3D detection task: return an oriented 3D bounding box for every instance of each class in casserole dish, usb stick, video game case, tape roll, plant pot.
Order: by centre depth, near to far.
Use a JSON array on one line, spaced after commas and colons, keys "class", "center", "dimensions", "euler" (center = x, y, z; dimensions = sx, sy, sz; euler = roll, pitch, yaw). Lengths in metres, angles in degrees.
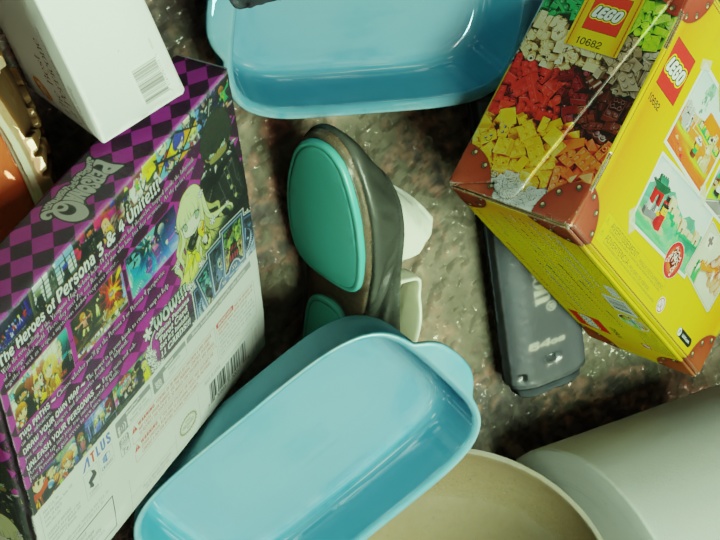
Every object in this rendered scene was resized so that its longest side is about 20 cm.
[{"class": "video game case", "center": [-0.115, 0.029, 1.102], "dimensions": [0.200, 0.036, 0.182], "euler": [-52, 150, -37]}, {"class": "casserole dish", "center": [0.005, -0.141, 1.168], "dimensions": [0.199, 0.039, 0.122], "euler": [-7, 118, -30]}, {"class": "casserole dish", "center": [-0.031, 0.096, 1.211], "dimensions": [0.200, 0.039, 0.121], "euler": [-40, 130, 10]}, {"class": "plant pot", "center": [0.045, 0.217, 1.292], "dimensions": [0.200, 0.200, 0.135], "euler": [-36, 151, -15]}, {"class": "usb stick", "center": [0.092, -0.022, 1.296], "dimensions": [0.055, 0.033, 0.201], "euler": [-24, 123, -24]}, {"class": "tape roll", "center": [0.183, 0.178, 1.344], "dimensions": [0.138, 0.202, 0.204], "euler": [-16, 119, -28]}]

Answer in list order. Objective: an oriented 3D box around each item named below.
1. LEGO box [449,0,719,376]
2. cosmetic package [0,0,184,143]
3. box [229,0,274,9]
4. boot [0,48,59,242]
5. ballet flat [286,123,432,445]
[{"class": "LEGO box", "center": [0.147, -0.056, 1.243], "dimensions": [0.150, 0.077, 0.200], "euler": [-62, 145, -11]}, {"class": "cosmetic package", "center": [-0.150, -0.158, 1.037], "dimensions": [0.050, 0.082, 0.201], "euler": [-33, 126, -14]}, {"class": "box", "center": [-0.041, -0.253, 0.990], "dimensions": [0.198, 0.123, 0.201], "euler": [40, 55, -39]}, {"class": "boot", "center": [-0.197, -0.058, 1.069], "dimensions": [0.107, 0.075, 0.201], "euler": [-24, 129, -2]}, {"class": "ballet flat", "center": [0.000, 0.000, 1.227], "dimensions": [0.068, 0.068, 0.201], "euler": [-29, 137, -33]}]
